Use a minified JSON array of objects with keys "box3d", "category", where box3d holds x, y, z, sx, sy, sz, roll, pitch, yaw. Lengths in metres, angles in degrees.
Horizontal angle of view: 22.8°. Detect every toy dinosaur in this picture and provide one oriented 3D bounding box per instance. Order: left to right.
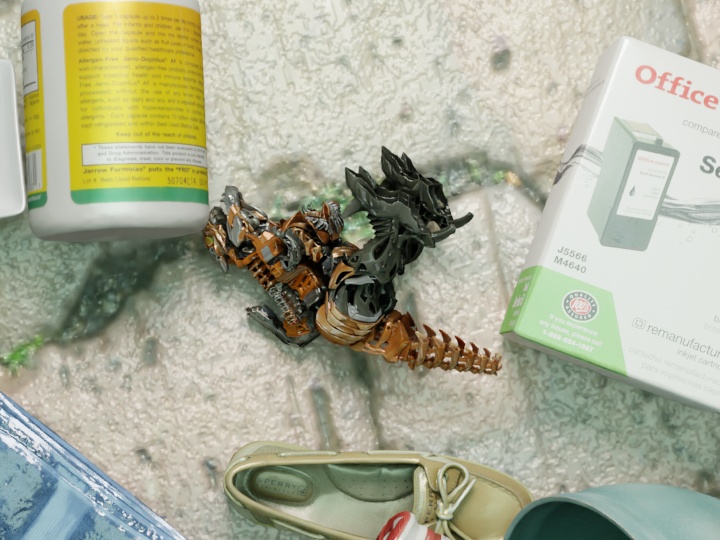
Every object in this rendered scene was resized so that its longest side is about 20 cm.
[{"box3d":[0.000,0.000,1.128,0.200,0.102,0.136,26,110,-14],"category":"toy dinosaur"}]

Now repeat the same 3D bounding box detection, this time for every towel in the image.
[{"box3d":[-0.188,0.177,1.122,0.200,0.049,0.112,38,87,1],"category":"towel"}]

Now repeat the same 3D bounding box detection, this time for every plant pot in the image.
[{"box3d":[0.194,0.214,1.073,0.134,0.200,0.201,-14,87,-29],"category":"plant pot"}]

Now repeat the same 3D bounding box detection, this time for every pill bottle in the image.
[{"box3d":[-0.153,-0.122,1.108,0.112,0.113,0.201,-3,87,-2],"category":"pill bottle"}]

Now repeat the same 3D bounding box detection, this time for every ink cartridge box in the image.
[{"box3d":[0.191,-0.028,1.125,0.145,0.084,0.200,20,87,0],"category":"ink cartridge box"}]

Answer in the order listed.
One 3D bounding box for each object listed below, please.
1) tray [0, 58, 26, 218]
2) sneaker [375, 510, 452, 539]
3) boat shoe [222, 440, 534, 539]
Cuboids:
[{"box3d":[-0.308,-0.065,1.128,0.199,0.022,0.108,-10,72,5],"category":"tray"},{"box3d":[0.025,0.256,1.092,0.115,0.078,0.200,28,110,-1],"category":"sneaker"},{"box3d":[0.013,0.146,1.121,0.200,0.063,0.073,12,87,-1],"category":"boat shoe"}]
